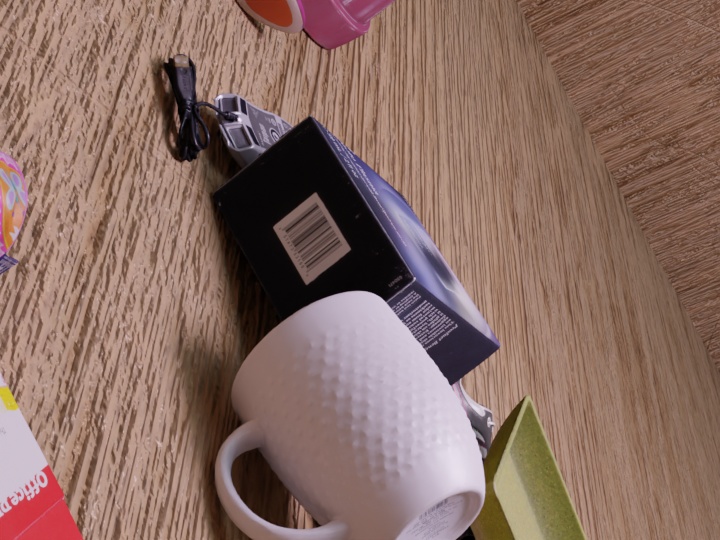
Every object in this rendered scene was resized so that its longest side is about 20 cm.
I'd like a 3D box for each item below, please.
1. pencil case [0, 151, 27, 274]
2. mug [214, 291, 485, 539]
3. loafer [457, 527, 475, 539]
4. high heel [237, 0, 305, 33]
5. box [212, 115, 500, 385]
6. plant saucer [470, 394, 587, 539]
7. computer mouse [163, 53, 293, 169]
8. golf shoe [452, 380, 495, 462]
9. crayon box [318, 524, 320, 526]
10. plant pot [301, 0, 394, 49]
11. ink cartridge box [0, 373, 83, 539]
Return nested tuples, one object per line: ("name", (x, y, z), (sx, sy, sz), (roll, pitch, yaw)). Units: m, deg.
("pencil case", (-0.263, -0.062, 0.736), (0.200, 0.087, 0.088), (40, 31, -54))
("mug", (-0.013, 0.136, 1.047), (0.176, 0.199, 0.148), (51, -31, 31))
("loafer", (0.118, 0.281, 1.356), (0.071, 0.068, 0.201), (-109, 172, -46))
("high heel", (-0.116, -0.348, 1.496), (0.200, 0.067, 0.096), (53, 33, -26))
("box", (0.000, 0.000, 1.250), (0.200, 0.123, 0.198), (59, 11, 30))
("plant saucer", (0.155, 0.246, 1.309), (0.201, 0.048, 0.200), (67, 21, -11))
("computer mouse", (-0.112, -0.120, 1.285), (0.200, 0.044, 0.110), (27, 37, -54))
("golf shoe", (0.107, 0.183, 1.413), (0.201, 0.088, 0.077), (64, -21, -12))
("crayon box", (0.017, 0.193, 1.240), (0.200, 0.051, 0.128), (13, 55, -68))
("plant pot", (-0.002, -0.394, 1.700), (0.200, 0.178, 0.201), (55, 21, -33))
("ink cartridge box", (-0.219, 0.092, 0.685), (0.201, 0.067, 0.116), (64, 19, -6))
